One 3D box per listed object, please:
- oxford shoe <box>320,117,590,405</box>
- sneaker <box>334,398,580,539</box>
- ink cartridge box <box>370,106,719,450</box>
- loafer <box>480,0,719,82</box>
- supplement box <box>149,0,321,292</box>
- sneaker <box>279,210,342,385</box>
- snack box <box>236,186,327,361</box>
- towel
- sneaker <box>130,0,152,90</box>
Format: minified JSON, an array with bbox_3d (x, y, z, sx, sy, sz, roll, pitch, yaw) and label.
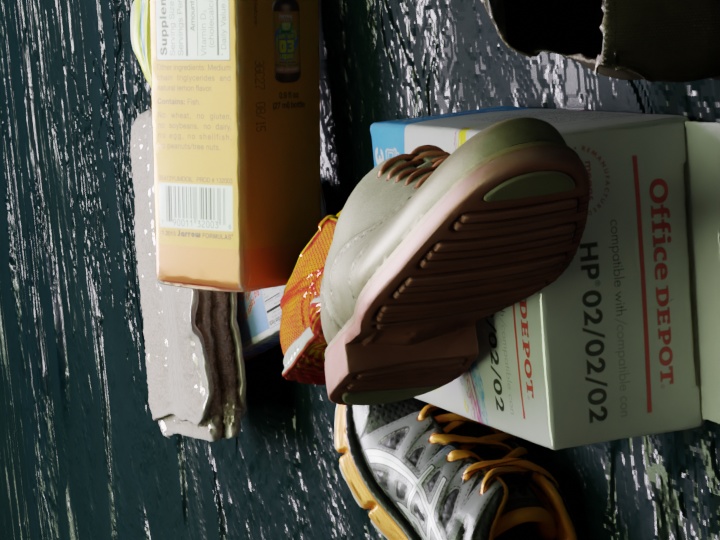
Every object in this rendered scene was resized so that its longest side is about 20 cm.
[{"bbox_3d":[0.021,-0.015,0.783,0.200,0.070,0.074,130,131,-61],"label":"oxford shoe"},{"bbox_3d":[0.052,0.101,0.947,0.077,0.078,0.201,-57,47,41],"label":"sneaker"},{"bbox_3d":[0.073,-0.001,0.845,0.200,0.067,0.116,-167,71,-68],"label":"ink cartridge box"},{"bbox_3d":[0.073,-0.114,0.798,0.200,0.071,0.074,-145,51,-63],"label":"loafer"},{"bbox_3d":[-0.064,-0.093,1.132,0.068,0.066,0.202,7,99,37],"label":"supplement box"},{"bbox_3d":[0.000,0.000,1.043,0.200,0.072,0.078,146,124,-65],"label":"sneaker"},{"bbox_3d":[-0.056,0.005,1.257,0.200,0.024,0.072,151,110,-68],"label":"snack box"},{"bbox_3d":[-0.105,-0.001,1.304,0.132,0.034,0.202,173,92,-70],"label":"towel"},{"bbox_3d":[-0.084,-0.173,1.194,0.105,0.075,0.201,135,126,-64],"label":"sneaker"}]
